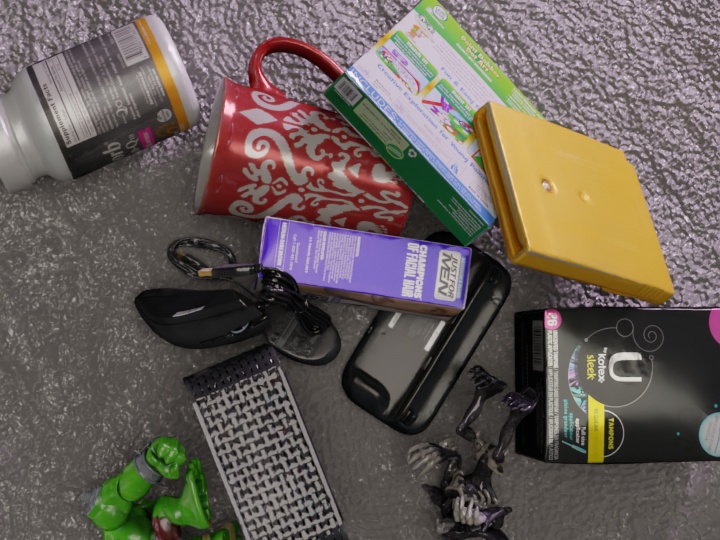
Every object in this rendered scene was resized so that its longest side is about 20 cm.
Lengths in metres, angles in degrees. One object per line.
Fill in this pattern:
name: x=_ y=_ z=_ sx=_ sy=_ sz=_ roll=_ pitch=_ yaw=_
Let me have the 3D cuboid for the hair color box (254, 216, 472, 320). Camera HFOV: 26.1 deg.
hair color box: x=0.000 y=0.000 z=1.490 sx=0.197 sy=0.109 sz=0.066 roll=7 pitch=82 yaw=-4

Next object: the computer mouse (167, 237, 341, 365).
computer mouse: x=-0.106 y=0.030 z=1.546 sx=0.199 sy=0.034 sz=0.059 roll=36 pitch=74 yaw=1

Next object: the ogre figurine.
ogre figurine: x=-0.189 y=0.250 z=1.481 sx=0.119 sy=0.201 sz=0.099 roll=-15 pitch=50 yaw=11

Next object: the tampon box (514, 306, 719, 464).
tampon box: x=0.262 y=0.112 z=1.542 sx=0.197 sy=0.126 sz=0.152 roll=-1 pitch=88 yaw=-8

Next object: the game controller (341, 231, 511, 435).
game controller: x=0.067 y=0.062 z=1.567 sx=0.104 sy=0.042 sz=0.201 roll=31 pitch=84 yaw=9

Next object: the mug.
mug: x=-0.046 y=-0.119 z=1.501 sx=0.198 sy=0.134 sz=0.179 roll=13 pitch=107 yaw=-11

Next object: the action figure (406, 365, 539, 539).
action figure: x=0.102 y=0.197 z=1.505 sx=0.101 sy=0.118 sz=0.202 roll=-6 pitch=120 yaw=-44

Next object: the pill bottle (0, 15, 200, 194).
pill bottle: x=-0.262 y=-0.155 z=1.485 sx=0.198 sy=0.116 sz=0.117 roll=-25 pitch=92 yaw=-7

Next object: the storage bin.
storage bin: x=-0.091 y=0.180 z=1.486 sx=0.093 sy=0.135 sz=0.202 roll=-23 pitch=91 yaw=-8

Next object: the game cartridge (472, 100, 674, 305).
game cartridge: x=0.205 y=-0.063 z=1.497 sx=0.199 sy=0.032 sz=0.178 roll=16 pitch=49 yaw=-36

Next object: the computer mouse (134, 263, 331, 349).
computer mouse: x=-0.137 y=0.038 z=1.456 sx=0.198 sy=0.141 sz=0.047 roll=1 pitch=66 yaw=19

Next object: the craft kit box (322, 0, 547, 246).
craft kit box: x=0.084 y=-0.151 z=1.509 sx=0.200 sy=0.048 sz=0.198 roll=47 pitch=44 yaw=-4
